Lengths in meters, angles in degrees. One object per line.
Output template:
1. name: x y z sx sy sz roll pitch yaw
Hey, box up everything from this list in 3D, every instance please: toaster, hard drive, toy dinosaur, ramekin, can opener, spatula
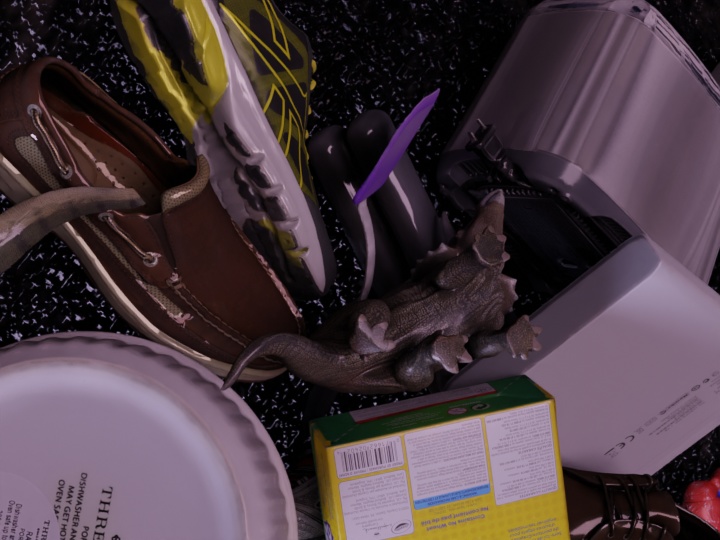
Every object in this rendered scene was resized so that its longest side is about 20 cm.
1. toaster: 0.131 -0.064 0.869 0.200 0.114 0.129 42 65 -36
2. hard drive: 0.147 0.058 0.849 0.132 0.027 0.200 -40 145 16
3. toy dinosaur: 0.021 0.031 0.751 0.200 0.102 0.077 -33 91 -26
4. ramekin: -0.126 0.122 0.684 0.200 0.105 0.200 0 81 -3
5. toy dinosaur: -0.203 -0.004 0.701 0.200 0.047 0.088 -38 106 3
6. can opener: 0.039 0.001 0.868 0.200 0.053 0.067 63 30 -13
7. spatula: 0.000 0.000 0.806 0.021 0.057 0.200 20 110 12

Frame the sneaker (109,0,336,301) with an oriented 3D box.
1. sneaker: -0.048 -0.080 0.795 0.085 0.074 0.200 -37 114 -36

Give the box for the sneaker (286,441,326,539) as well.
1. sneaker: -0.023 0.120 0.814 0.200 0.078 0.082 -4 88 -40

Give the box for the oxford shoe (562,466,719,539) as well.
1. oxford shoe: 0.124 0.130 0.841 0.200 0.084 0.073 22 49 -36

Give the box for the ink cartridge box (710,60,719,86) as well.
1. ink cartridge box: 0.298 -0.118 1.000 0.117 0.067 0.200 47 69 -23

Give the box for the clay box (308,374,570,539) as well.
1. clay box: 0.046 0.161 0.763 0.115 0.048 0.200 -11 105 -12

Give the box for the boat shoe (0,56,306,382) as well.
1. boat shoe: -0.097 -0.023 0.746 0.202 0.075 0.075 40 48 -18

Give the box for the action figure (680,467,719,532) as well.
1. action figure: 0.250 0.152 0.980 0.200 0.052 0.065 -6 88 -37
